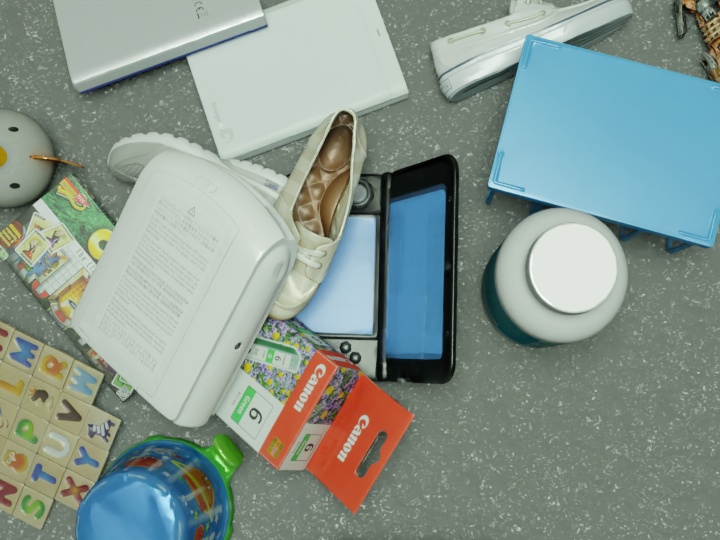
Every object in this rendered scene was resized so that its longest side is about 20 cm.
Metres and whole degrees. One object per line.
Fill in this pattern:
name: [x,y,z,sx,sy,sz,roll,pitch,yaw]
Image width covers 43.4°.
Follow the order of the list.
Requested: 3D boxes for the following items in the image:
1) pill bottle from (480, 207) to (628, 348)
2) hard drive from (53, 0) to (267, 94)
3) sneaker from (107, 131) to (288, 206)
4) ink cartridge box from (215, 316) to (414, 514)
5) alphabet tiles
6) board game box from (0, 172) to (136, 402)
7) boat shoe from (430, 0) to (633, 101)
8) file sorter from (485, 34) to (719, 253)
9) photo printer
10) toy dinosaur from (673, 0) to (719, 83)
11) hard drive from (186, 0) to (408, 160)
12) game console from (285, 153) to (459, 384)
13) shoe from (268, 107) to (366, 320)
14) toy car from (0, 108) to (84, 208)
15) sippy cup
pill bottle: [0.166,0.009,0.786,0.109,0.200,0.113,0,84,3]
hard drive: [-0.204,-0.269,0.908,0.197,0.025,0.133,-20,69,0]
sneaker: [-0.159,-0.072,0.859,0.197,0.075,0.083,16,75,15]
ink cartridge box: [-0.059,0.115,0.815,0.199,0.050,0.110,35,97,31]
alphabet tiles: [-0.336,0.147,0.876,0.198,0.006,0.168,25,96,5]
board game box: [-0.253,0.017,0.874,0.104,0.023,0.201,-40,95,-3]
boat shoe: [0.162,-0.234,0.876,0.198,0.074,0.068,-22,85,1]
file sorter: [0.224,-0.106,0.835,0.197,0.123,0.141,15,84,4]
photo printer: [-0.152,0.007,0.791,0.166,0.069,0.202,35,103,26]
toy dinosaur: [0.370,-0.284,0.869,0.134,0.102,0.203,-3,105,19]
hard drive: [-0.066,-0.202,0.908,0.197,0.026,0.134,-20,83,0]
game console: [0.000,0.000,0.837,0.173,0.116,0.203,2,83,3]
shoe: [-0.045,-0.054,0.808,0.069,0.053,0.203,21,81,-8]
toy car: [-0.364,-0.106,0.849,0.197,0.177,0.188,-3,94,-10]
sippy cup: [-0.191,0.223,0.813,0.138,0.130,0.180,15,85,5]
